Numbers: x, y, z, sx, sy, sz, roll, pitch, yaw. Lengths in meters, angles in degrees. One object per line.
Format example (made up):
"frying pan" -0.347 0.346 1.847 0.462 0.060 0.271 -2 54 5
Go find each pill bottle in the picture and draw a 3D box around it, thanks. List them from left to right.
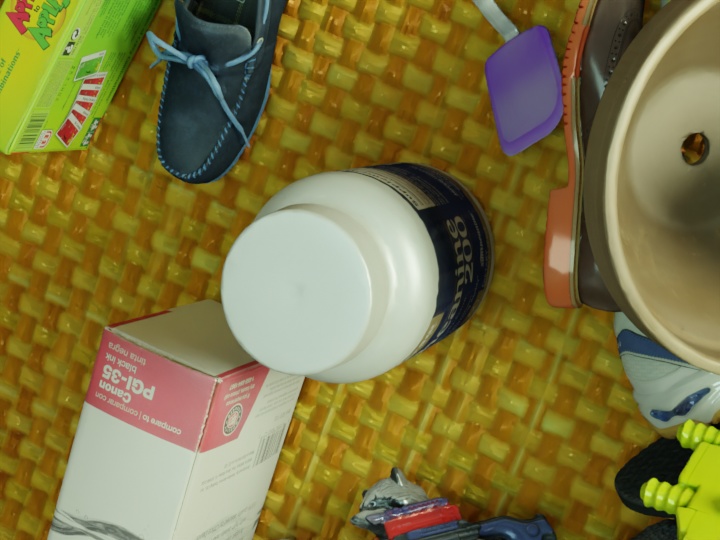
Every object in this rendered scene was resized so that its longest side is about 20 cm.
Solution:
"pill bottle" 0.000 0.000 0.842 0.109 0.200 0.113 2 97 19

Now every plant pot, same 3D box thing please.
"plant pot" 0.188 -0.055 0.767 0.198 0.093 0.204 -5 105 -20

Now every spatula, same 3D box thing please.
"spatula" 0.068 -0.168 0.889 0.056 0.020 0.202 -28 83 44

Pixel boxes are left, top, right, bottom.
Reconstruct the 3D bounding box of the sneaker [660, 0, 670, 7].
"sneaker" 0.255 -0.124 0.820 0.198 0.076 0.077 26 134 12

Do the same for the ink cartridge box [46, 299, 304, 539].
"ink cartridge box" -0.115 0.132 0.924 0.082 0.146 0.202 21 102 16

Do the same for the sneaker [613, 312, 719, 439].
"sneaker" 0.229 0.015 0.831 0.198 0.075 0.089 -28 86 19

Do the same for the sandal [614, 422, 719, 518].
"sandal" 0.238 0.107 0.843 0.198 0.076 0.048 -19 111 20

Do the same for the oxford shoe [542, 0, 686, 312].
"oxford shoe" 0.148 -0.077 0.847 0.072 0.071 0.203 6 93 20

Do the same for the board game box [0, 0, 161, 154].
"board game box" -0.164 -0.170 0.932 0.047 0.101 0.201 33 105 12

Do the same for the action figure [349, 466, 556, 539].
"action figure" 0.018 0.216 0.897 0.197 0.105 0.196 -3 69 -11

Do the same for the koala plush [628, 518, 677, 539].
"koala plush" 0.189 0.212 0.785 0.175 0.200 0.186 -12 76 2

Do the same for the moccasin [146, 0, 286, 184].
"moccasin" -0.090 -0.151 0.926 0.080 0.068 0.203 18 102 16

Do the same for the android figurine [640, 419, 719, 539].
"android figurine" 0.233 0.121 0.724 0.198 0.182 0.041 18 136 32

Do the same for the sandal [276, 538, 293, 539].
"sandal" -0.046 0.262 0.910 0.077 0.070 0.214 -15 65 14
